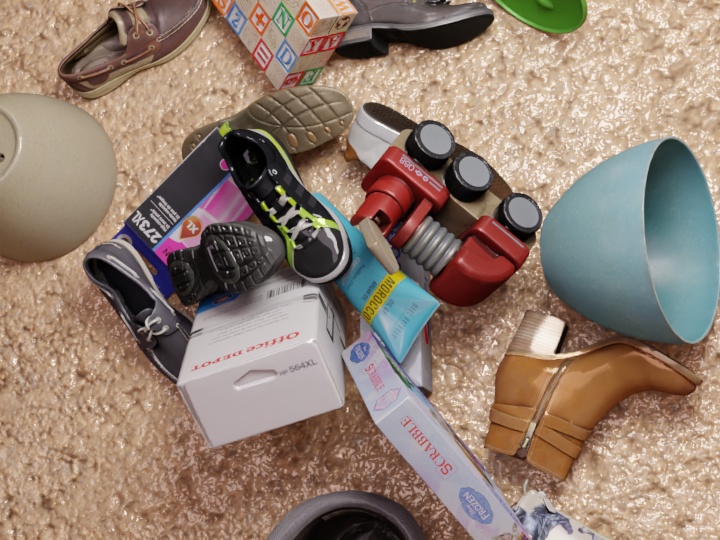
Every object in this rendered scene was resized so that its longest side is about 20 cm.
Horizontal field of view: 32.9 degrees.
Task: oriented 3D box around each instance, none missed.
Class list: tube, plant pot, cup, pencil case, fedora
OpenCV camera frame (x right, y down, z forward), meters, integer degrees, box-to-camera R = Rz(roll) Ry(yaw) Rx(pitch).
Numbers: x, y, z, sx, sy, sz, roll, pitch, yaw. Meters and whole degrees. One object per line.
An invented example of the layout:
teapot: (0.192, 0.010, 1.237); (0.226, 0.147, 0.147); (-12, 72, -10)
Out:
tube: (0.000, 0.000, 1.259); (0.200, 0.050, 0.078); (46, 122, 28)
plant pot: (0.258, -0.023, 1.211); (0.135, 0.200, 0.200); (-7, 76, 35)
cup: (-0.399, -0.121, 1.387); (0.200, 0.143, 0.201); (-3, 78, 13)
pencil case: (0.226, 0.290, 1.198); (0.200, 0.078, 0.090); (26, 105, 17)
fedora: (-0.017, 0.322, 1.239); (0.177, 0.090, 0.200); (28, 79, 15)

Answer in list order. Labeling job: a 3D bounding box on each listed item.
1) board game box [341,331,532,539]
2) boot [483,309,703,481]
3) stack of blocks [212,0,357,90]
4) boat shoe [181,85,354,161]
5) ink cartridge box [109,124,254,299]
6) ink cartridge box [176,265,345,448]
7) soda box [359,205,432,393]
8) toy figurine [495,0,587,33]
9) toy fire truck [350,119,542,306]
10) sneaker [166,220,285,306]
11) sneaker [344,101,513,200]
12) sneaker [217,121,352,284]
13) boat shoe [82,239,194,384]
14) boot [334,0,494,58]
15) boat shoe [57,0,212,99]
board game box: (0.070, 0.167, 1.156); (0.041, 0.200, 0.200); (-39, 107, 2)
boot: (0.228, 0.138, 1.228); (0.200, 0.077, 0.156); (17, 82, 17)
stack of blocks: (-0.103, -0.317, 1.373); (0.200, 0.059, 0.115); (54, 136, 17)
boat shoe: (-0.101, -0.159, 1.363); (0.200, 0.068, 0.072); (-18, 99, 13)
ink cartridge box: (-0.189, -0.059, 1.349); (0.200, 0.037, 0.095); (-43, 92, 18)
ink cartridge box: (-0.095, 0.080, 1.246); (0.146, 0.200, 0.084); (-19, 113, 8)
soda box: (0.037, 0.031, 1.300); (0.068, 0.063, 0.200); (-3, 78, 13)
toy figurine: (0.207, -0.388, 1.319); (0.200, 0.150, 0.184); (34, 76, 12)
toy fire truck: (0.068, -0.031, 1.186); (0.176, 0.129, 0.200); (40, 55, -3)
sneaker: (-0.125, -0.017, 1.261); (0.091, 0.200, 0.076); (-19, 95, -34)
sneaker: (0.074, -0.101, 1.329); (0.200, 0.073, 0.085); (32, 121, 9)
sneaker: (-0.088, -0.067, 1.241); (0.072, 0.083, 0.200); (-43, 69, 17)
boat shoe: (-0.236, 0.055, 1.338); (0.073, 0.063, 0.200); (-37, 87, 18)
boot: (0.046, -0.337, 1.370); (0.200, 0.069, 0.174); (-5, 78, 14)
boat shoe: (-0.266, -0.276, 1.425); (0.200, 0.072, 0.072); (-31, 74, 5)
